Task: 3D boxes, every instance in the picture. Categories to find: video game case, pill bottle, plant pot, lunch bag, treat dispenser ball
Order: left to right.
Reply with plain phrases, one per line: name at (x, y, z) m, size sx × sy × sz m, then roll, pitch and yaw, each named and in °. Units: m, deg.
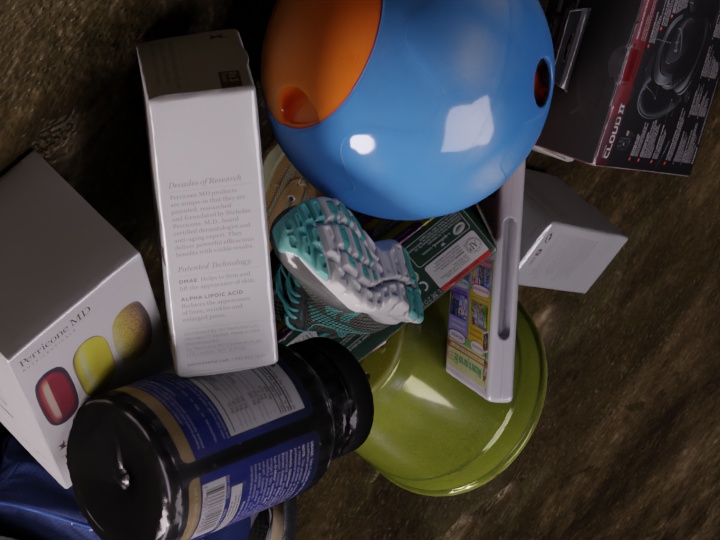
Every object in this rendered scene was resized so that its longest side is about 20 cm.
lunch bag at (-0.173, 0.157, 1.530) m, size 0.136 × 0.199 × 0.133 m, roll 80°, pitch 28°, yaw -57°
pill bottle at (-0.089, 0.111, 1.403) m, size 0.199 × 0.112 × 0.112 m, roll -18°, pitch 144°, yaw -43°
plant pot at (0.030, 0.077, 1.796) m, size 0.201 × 0.200 × 0.193 m, roll -51°, pitch 146°, yaw 8°
treat dispenser ball at (0.031, -0.135, 1.410) m, size 0.201 × 0.201 × 0.201 m, roll -39°, pitch 156°, yaw -21°
video game case at (0.096, 0.000, 1.620) m, size 0.200 × 0.022 × 0.183 m, roll -153°, pitch -114°, yaw -82°

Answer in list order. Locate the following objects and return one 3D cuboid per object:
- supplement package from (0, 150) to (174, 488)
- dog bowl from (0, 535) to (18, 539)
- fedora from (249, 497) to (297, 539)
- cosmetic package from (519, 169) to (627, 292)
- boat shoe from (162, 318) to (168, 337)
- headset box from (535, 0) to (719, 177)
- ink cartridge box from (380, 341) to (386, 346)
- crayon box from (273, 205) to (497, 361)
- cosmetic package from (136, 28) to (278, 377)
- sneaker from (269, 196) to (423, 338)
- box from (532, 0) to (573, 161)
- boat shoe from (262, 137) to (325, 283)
supplement package at (-0.204, 0.036, 1.379) m, size 0.114 × 0.109 × 0.200 m, roll -41°, pitch 156°, yaw -16°
dog bowl at (-0.273, 0.250, 1.524) m, size 0.200 × 0.199 × 0.059 m, roll 86°, pitch 10°, yaw -60°
fedora at (-0.131, 0.231, 1.821) m, size 0.091 × 0.201 × 0.201 m, roll 12°, pitch 124°, yaw -23°
cosmetic package at (0.157, -0.039, 1.905) m, size 0.074 × 0.102 × 0.200 m, roll -53°, pitch 156°, yaw 13°
boat shoe at (-0.167, 0.120, 1.631) m, size 0.069 × 0.074 × 0.201 m, roll -36°, pitch 156°, yaw -41°
headset box at (0.193, -0.152, 1.518) m, size 0.200 × 0.077 × 0.150 m, roll 0°, pitch 108°, yaw -58°
ink cartridge box at (-0.030, 0.050, 1.674) m, size 0.200 × 0.037 × 0.095 m, roll -36°, pitch -158°, yaw 20°
crayon box at (0.000, 0.000, 1.593) m, size 0.200 × 0.058 × 0.173 m, roll -39°, pitch -162°, yaw 9°
cosmetic package at (-0.099, -0.043, 1.349) m, size 0.074 × 0.102 × 0.201 m, roll -8°, pitch 117°, yaw -6°
sneaker at (-0.027, 0.011, 1.419) m, size 0.091 × 0.078 × 0.200 m, roll -20°, pitch 158°, yaw 16°
box at (0.143, -0.194, 1.579) m, size 0.078 × 0.095 × 0.201 m, roll 15°, pitch 97°, yaw -60°
boat shoe at (-0.046, -0.046, 1.575) m, size 0.200 × 0.076 × 0.072 m, roll -54°, pitch 157°, yaw 14°
